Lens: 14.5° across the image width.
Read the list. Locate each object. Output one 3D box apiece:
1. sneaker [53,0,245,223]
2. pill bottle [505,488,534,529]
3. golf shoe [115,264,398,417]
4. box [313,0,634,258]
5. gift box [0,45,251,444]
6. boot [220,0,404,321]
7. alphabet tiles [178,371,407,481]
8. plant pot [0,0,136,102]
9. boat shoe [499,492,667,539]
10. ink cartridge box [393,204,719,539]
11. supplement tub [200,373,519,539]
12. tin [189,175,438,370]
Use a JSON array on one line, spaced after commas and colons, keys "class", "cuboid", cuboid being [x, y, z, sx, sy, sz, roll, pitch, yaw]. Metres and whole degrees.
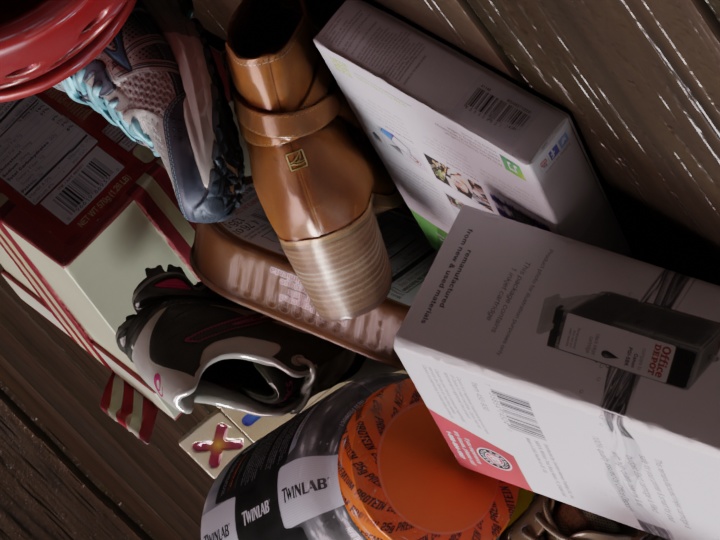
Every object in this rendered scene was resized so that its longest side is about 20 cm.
[{"class": "sneaker", "cuboid": [-0.116, -0.099, 1.431, 0.078, 0.086, 0.201, 72, 178, -57]}, {"class": "pill bottle", "cuboid": [0.093, 0.164, 1.592, 0.111, 0.201, 0.111, 21, 172, 3]}, {"class": "golf shoe", "cuboid": [-0.034, 0.048, 1.570, 0.088, 0.199, 0.077, -119, 35, -46]}, {"class": "box", "cuboid": [0.067, -0.041, 1.401, 0.144, 0.036, 0.200, 33, 164, 33]}, {"class": "gift box", "cuboid": [-0.126, -0.028, 1.673, 0.200, 0.184, 0.187, 41, 169, 38]}, {"class": "boot", "cuboid": [-0.029, -0.084, 1.463, 0.200, 0.073, 0.155, -110, 0, -63]}, {"class": "alphabet tiles", "cuboid": [0.000, 0.073, 1.653, 0.166, 0.200, 0.006, 47, -167, -23]}, {"class": "plant pot", "cuboid": [-0.188, -0.174, 1.325, 0.200, 0.201, 0.183, 39, 172, 6]}, {"class": "boat shoe", "cuboid": [0.114, 0.136, 1.486, 0.076, 0.200, 0.072, 43, 172, 28]}, {"class": "ink cartridge box", "cuboid": [0.134, 0.062, 1.344, 0.199, 0.083, 0.147, 18, 159, 24]}, {"class": "supplement tub", "cuboid": [0.001, 0.127, 1.517, 0.122, 0.123, 0.200, 42, 153, -6]}, {"class": "tin", "cuboid": [0.000, 0.000, 1.538, 0.199, 0.112, 0.042, 21, 123, 22]}]
